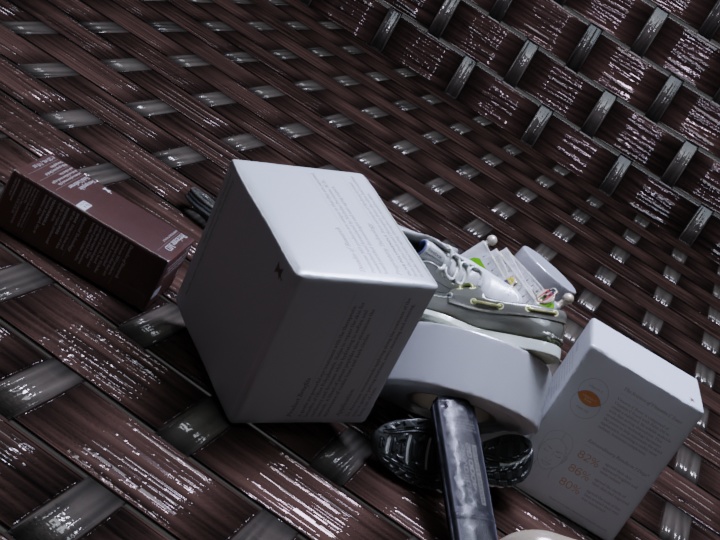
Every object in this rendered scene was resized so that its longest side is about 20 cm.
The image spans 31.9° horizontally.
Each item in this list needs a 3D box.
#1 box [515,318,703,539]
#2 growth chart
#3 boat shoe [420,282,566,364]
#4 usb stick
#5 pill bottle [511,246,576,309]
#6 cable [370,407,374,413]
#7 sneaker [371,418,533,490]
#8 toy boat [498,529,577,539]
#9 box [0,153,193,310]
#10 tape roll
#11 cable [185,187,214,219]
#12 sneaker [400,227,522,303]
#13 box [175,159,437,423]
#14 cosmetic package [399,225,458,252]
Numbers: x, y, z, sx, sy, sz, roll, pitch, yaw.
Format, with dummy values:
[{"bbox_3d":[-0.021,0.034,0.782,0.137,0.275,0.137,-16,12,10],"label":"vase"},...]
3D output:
[{"bbox_3d":[0.285,0.187,1.489,0.152,0.200,0.106,31,19,1],"label":"box"},{"bbox_3d":[0.150,0.032,1.519,0.018,0.145,0.200,57,-6,-36],"label":"growth chart"},{"bbox_3d":[0.129,0.050,1.403,0.201,0.060,0.072,15,-17,5],"label":"boat shoe"},{"bbox_3d":[0.106,0.220,1.288,0.055,0.033,0.201,14,49,-25],"label":"usb stick"},{"bbox_3d":[0.174,0.072,1.591,0.114,0.200,0.114,39,12,-10],"label":"pill bottle"},{"bbox_3d":[-0.021,0.116,1.497,0.097,0.050,0.200,37,23,-41],"label":"cable"},{"bbox_3d":[0.094,0.202,1.392,0.200,0.074,0.079,12,-4,-32],"label":"sneaker"},{"bbox_3d":[0.189,0.327,1.157,0.199,0.130,0.131,21,51,-24],"label":"toy boat"},{"bbox_3d":[-0.298,-0.045,1.410,0.200,0.075,0.100,32,18,-1],"label":"box"},{"bbox_3d":[0.113,0.125,1.432,0.202,0.071,0.203,15,-17,5],"label":"tape roll"},{"bbox_3d":[-0.159,-0.057,1.659,0.097,0.050,0.200,22,20,-39],"label":"cable"},{"bbox_3d":[0.093,0.007,1.448,0.199,0.075,0.087,21,-26,3],"label":"sneaker"},{"bbox_3d":[-0.064,0.024,1.318,0.171,0.199,0.200,4,38,-34],"label":"box"},{"bbox_3d":[0.026,-0.036,1.717,0.200,0.051,0.082,23,21,30],"label":"cosmetic package"}]
